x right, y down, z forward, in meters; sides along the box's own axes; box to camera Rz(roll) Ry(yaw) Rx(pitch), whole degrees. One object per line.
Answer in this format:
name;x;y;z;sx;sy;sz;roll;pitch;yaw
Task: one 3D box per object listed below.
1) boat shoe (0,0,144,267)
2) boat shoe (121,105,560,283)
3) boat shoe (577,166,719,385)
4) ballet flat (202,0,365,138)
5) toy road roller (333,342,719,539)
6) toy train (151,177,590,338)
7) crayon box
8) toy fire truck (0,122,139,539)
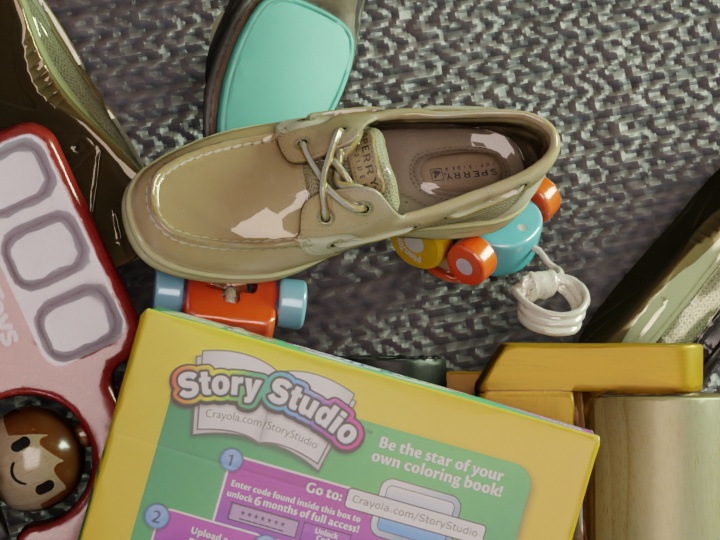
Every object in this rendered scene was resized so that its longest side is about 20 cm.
boat shoe;-0.161;-0.087;1.399;0.073;0.063;0.201;-41;88;8
boat shoe;-0.007;-0.041;1.332;0.200;0.065;0.072;-7;74;-22
boat shoe;0.191;-0.011;1.444;0.201;0.072;0.066;-45;105;-8
ballet flat;-0.031;-0.127;1.410;0.068;0.068;0.200;28;76;-25
toy road roller;0.067;0.094;1.369;0.200;0.146;0.123;0;90;2
toy train;0.000;0.000;1.392;0.200;0.056;0.150;3;46;-10
crayon box;-0.018;0.124;1.270;0.200;0.058;0.173;16;88;1
toy fire truck;-0.172;0.053;1.347;0.168;0.112;0.200;-26;93;0
